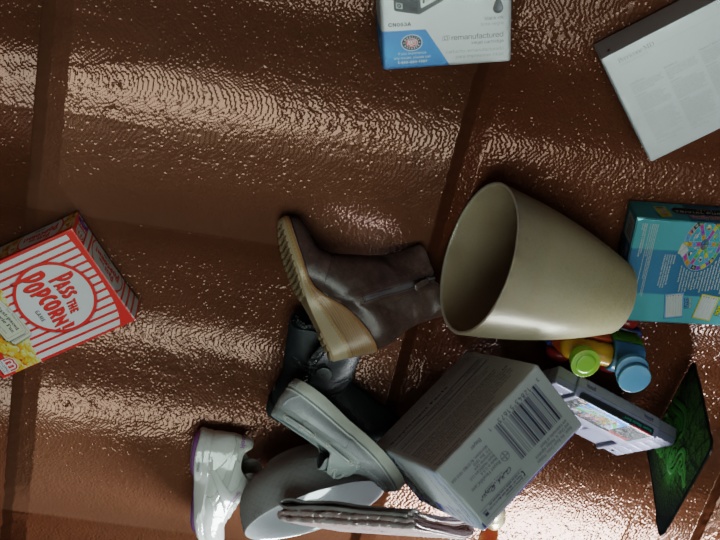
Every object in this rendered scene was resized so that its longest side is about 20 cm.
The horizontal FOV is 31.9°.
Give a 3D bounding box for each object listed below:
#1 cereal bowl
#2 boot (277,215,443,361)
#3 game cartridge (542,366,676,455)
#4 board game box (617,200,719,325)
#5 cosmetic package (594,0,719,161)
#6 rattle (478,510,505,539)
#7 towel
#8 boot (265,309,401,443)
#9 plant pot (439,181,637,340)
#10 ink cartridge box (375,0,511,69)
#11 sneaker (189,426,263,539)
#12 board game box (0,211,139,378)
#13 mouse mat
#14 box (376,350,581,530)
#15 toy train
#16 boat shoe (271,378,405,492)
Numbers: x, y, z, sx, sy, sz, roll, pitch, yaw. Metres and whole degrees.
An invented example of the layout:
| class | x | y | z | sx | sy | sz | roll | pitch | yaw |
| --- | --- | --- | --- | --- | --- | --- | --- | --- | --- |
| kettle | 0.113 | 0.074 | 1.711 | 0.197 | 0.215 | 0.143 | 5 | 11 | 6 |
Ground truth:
| class | x | y | z | sx | sy | sz | roll | pitch | yaw |
| --- | --- | --- | --- | --- | --- | --- | --- | --- | --- |
| cereal bowl | -0.073 | 0.290 | 1.707 | 0.200 | 0.083 | 0.200 | -18 | 156 | -8 |
| boot | 0.000 | 0.000 | 1.573 | 0.166 | 0.072 | 0.200 | -25 | 93 | -14 |
| game cartridge | 0.305 | 0.191 | 1.678 | 0.200 | 0.038 | 0.130 | 28 | 160 | -17 |
| board game box | 0.427 | -0.006 | 1.595 | 0.200 | 0.047 | 0.151 | 4 | 121 | -5 |
| cosmetic package | 0.392 | -0.238 | 1.451 | 0.200 | 0.052 | 0.151 | -26 | 121 | 13 |
| rattle | 0.190 | 0.290 | 1.760 | 0.143 | 0.130 | 0.200 | -54 | 134 | -21 |
| towel | 0.021 | 0.320 | 1.616 | 0.200 | 0.032 | 0.191 | -1 | 164 | 27 |
| boot | -0.014 | 0.143 | 1.648 | 0.200 | 0.076 | 0.168 | 17 | 123 | -5 |
| plant pot | 0.228 | 0.010 | 1.529 | 0.200 | 0.187 | 0.187 | 15 | 120 | -20 |
| ink cartridge box | 0.088 | -0.329 | 1.363 | 0.145 | 0.084 | 0.200 | -4 | 121 | 0 |
| sneaker | -0.186 | 0.308 | 1.742 | 0.099 | 0.075 | 0.200 | 3 | 121 | -3 |
| board game box | -0.403 | 0.032 | 1.582 | 0.200 | 0.046 | 0.152 | -24 | 119 | 11 |
| mouse mat | 0.416 | 0.231 | 1.650 | 0.008 | 0.200 | 0.161 | 18 | 119 | -2 |
| box | 0.143 | 0.207 | 1.580 | 0.184 | 0.200 | 0.105 | -44 | 106 | -14 |
| toy train | 0.269 | 0.094 | 1.605 | 0.200 | 0.116 | 0.085 | 13 | 113 | -10 |
| boat shoe | -0.032 | 0.225 | 1.603 | 0.201 | 0.070 | 0.072 | 43 | 75 | -11 |
